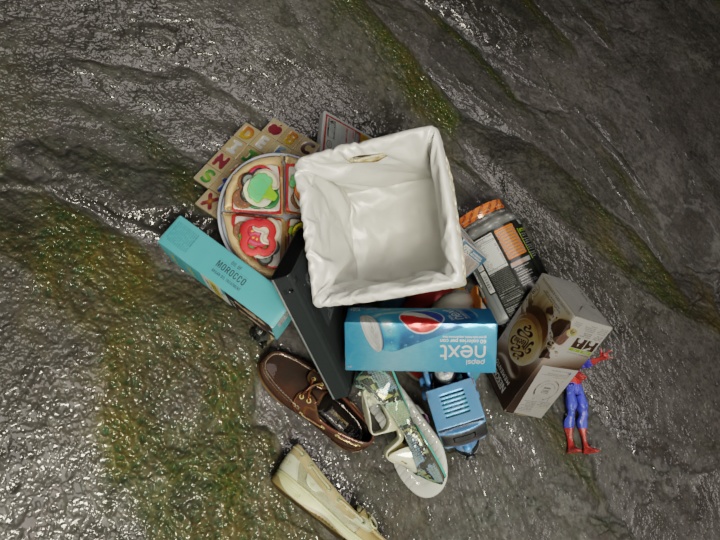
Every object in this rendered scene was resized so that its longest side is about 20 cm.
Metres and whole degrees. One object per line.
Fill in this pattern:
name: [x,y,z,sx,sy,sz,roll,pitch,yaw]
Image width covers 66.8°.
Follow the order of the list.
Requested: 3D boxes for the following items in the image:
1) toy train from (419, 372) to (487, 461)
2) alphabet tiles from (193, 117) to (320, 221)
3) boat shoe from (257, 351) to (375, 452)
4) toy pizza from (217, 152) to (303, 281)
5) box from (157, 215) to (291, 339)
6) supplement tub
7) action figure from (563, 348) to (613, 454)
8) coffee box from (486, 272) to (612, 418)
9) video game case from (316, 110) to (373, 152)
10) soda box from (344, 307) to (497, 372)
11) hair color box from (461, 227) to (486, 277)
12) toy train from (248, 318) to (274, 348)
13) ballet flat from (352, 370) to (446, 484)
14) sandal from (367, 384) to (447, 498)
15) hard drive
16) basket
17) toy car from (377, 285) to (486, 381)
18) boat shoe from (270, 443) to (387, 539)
toy train: [0.140,0.205,0.799,0.085,0.201,0.116,-16,55,5]
alphabet tiles: [-0.160,-0.152,0.862,0.165,0.006,0.201,32,69,14]
boat shoe: [-0.060,0.183,0.783,0.199,0.070,0.071,38,65,-4]
toy pizza: [-0.111,-0.081,0.810,0.196,0.032,0.204,4,78,-19]
box: [-0.183,0.012,0.762,0.199,0.082,0.049,36,73,7]
supplement tub: [0.254,-0.016,0.978,0.121,0.122,0.203,-19,78,-29]
action figure: [0.400,0.214,0.971,0.064,0.099,0.204,8,64,-22]
coffee box: [0.292,0.124,0.879,0.078,0.202,0.114,15,29,-20]
video game case: [0.006,-0.175,0.959,0.198,0.017,0.146,21,61,-33]
soda box: [0.078,0.091,0.726,0.196,0.064,0.069,0,104,3]
hair color box: [0.112,-0.083,0.888,0.100,0.060,0.201,26,26,-53]
toy train: [-0.152,0.018,0.830,0.045,0.034,0.204,2,69,-35]
ballet flat: [0.048,0.223,0.761,0.074,0.074,0.202,-30,93,-31]
sandal: [0.074,0.241,0.829,0.205,0.081,0.050,64,17,1]
hard drive: [-0.051,0.057,0.762,0.140,0.032,0.202,-74,144,-58]
basket: [0.036,-0.061,0.741,0.194,0.161,0.204,-10,84,15]
toy car: [0.139,0.070,0.844,0.181,0.200,0.180,17,63,-18]
boat shoe: [-0.028,0.321,0.742,0.199,0.073,0.063,37,64,1]
